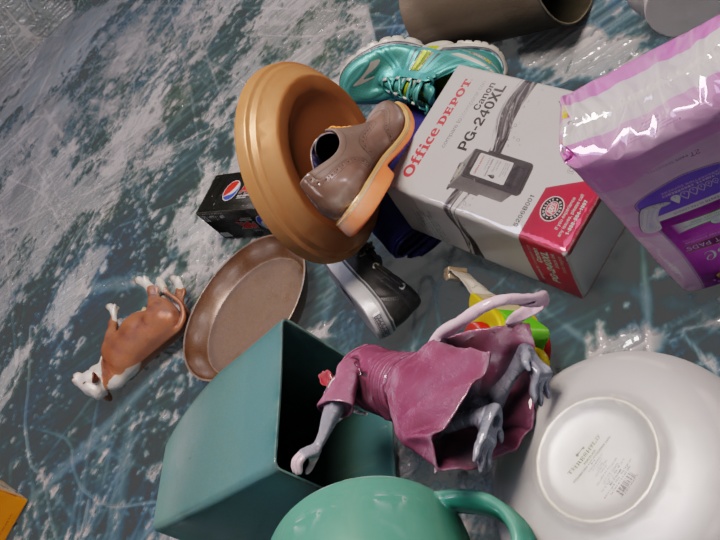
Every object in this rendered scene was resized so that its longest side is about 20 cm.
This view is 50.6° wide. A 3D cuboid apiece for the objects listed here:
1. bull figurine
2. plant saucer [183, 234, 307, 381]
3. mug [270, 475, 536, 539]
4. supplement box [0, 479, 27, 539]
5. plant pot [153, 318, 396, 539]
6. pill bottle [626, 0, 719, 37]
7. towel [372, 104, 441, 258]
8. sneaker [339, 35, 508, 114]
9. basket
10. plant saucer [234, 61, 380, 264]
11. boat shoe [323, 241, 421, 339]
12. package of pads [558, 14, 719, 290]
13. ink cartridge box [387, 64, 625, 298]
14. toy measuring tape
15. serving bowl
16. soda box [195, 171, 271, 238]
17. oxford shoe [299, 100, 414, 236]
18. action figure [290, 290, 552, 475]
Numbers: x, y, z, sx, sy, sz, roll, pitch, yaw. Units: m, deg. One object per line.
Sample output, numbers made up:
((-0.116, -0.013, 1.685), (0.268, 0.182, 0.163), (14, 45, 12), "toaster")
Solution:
((-0.306, 0.088, 1.029), (0.199, 0.065, 0.122), (-33, 52, 16), "bull figurine")
((-0.133, 0.049, 0.920), (0.199, 0.034, 0.202), (-27, 42, 28), "plant saucer")
((0.023, 0.215, 0.534), (0.182, 0.153, 0.115), (-8, 40, -4), "mug")
((-0.568, 0.305, 1.062), (0.198, 0.126, 0.074), (4, 62, 46), "supplement box")
((-0.087, 0.173, 0.688), (0.199, 0.141, 0.142), (-34, 39, 30), "plant pot")
((0.304, -0.317, 0.731), (0.110, 0.111, 0.202), (-16, 47, 35), "pill bottle")
((0.057, -0.104, 0.853), (0.147, 0.050, 0.200), (-41, 38, 3), "towel")
((0.066, -0.217, 0.863), (0.197, 0.078, 0.080), (-1, 43, 18), "sneaker")
((0.152, -0.333, 0.887), (0.199, 0.136, 0.182), (-8, 49, 46), "basket")
((-0.038, -0.109, 0.742), (0.037, 0.200, 0.202), (-15, 48, 35), "plant saucer")
((0.000, 0.000, 0.810), (0.056, 0.069, 0.200), (-33, 40, -5), "boat shoe")
((0.231, -0.068, 0.517), (0.120, 0.199, 0.077), (-22, 49, 35), "package of pads")
((0.140, -0.086, 0.685), (0.199, 0.083, 0.146), (25, 78, 37), "ink cartridge box")
((0.109, 0.055, 0.657), (0.074, 0.073, 0.200), (-47, 21, 3), "toy measuring tape")
((0.170, 0.138, 0.511), (0.199, 0.066, 0.202), (-26, 44, 27), "serving bowl")
((-0.130, -0.090, 1.011), (0.198, 0.063, 0.071), (1, 58, 45), "soda box")
((-0.001, -0.117, 0.708), (0.071, 0.073, 0.201), (-47, 14, 35), "oxford shoe")
((0.030, 0.083, 0.567), (0.199, 0.133, 0.151), (4, 89, 49), "action figure")
